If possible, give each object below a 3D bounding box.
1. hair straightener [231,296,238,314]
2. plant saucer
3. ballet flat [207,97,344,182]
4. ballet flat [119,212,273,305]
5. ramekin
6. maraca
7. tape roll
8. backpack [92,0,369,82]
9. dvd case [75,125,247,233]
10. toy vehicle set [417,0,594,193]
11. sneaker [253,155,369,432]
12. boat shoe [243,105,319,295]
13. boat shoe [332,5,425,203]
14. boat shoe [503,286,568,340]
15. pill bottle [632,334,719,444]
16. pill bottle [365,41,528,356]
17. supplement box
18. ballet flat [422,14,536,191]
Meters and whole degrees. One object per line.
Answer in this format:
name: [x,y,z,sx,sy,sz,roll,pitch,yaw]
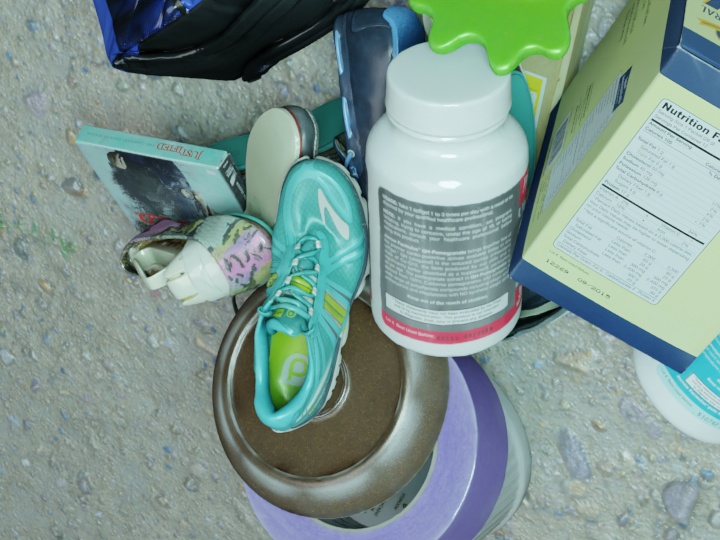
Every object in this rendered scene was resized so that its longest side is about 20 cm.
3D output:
hair straightener: [-0.097,0.087,1.388,0.076,0.041,0.201,20,136,23]
plant saucer: [-0.030,0.086,1.169,0.198,0.032,0.202,-4,79,20]
ballet flat: [-0.045,-0.092,1.257,0.199,0.072,0.073,-13,109,37]
ballet flat: [-0.136,-0.006,1.227,0.199,0.071,0.070,5,124,57]
ramekin: [0.040,0.166,1.324,0.201,0.094,0.204,15,124,24]
maraca: [0.112,-0.218,1.006,0.136,0.201,0.107,21,163,23]
tape roll: [0.010,0.136,1.204,0.198,0.085,0.202,-4,80,22]
backpack: [-0.091,-0.241,1.128,0.199,0.162,0.169,-20,85,40]
dvd case: [-0.140,-0.045,1.303,0.145,0.022,0.200,13,153,26]
toy vehicle set: [0.096,-0.138,1.156,0.123,0.027,0.201,24,127,19]
sneaker: [-0.038,0.019,1.105,0.077,0.080,0.202,9,98,13]
boat shoe: [-0.053,-0.055,1.198,0.201,0.062,0.071,103,147,-49]
boat shoe: [0.015,-0.098,1.142,0.068,0.084,0.202,9,109,25]
boat shoe: [0.106,0.022,1.219,0.199,0.062,0.073,-21,107,40]
pill bottle: [0.289,0.027,1.074,0.111,0.111,0.200,44,131,3]
pill bottle: [0.059,-0.049,1.047,0.110,0.111,0.201,18,133,23]
supplement box: [0.212,-0.088,0.981,0.133,0.201,0.200,28,131,-6]
ballet flat: [0.081,-0.144,1.110,0.069,0.069,0.202,0,113,32]
